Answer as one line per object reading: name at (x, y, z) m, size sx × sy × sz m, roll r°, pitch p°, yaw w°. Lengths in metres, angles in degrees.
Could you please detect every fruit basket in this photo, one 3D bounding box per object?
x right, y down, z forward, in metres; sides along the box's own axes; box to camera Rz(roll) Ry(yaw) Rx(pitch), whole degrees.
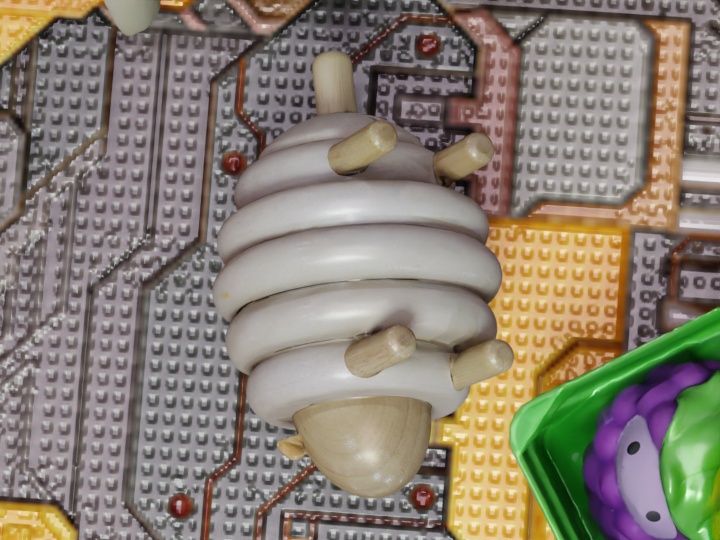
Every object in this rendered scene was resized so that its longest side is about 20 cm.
fruit basket at (0.168, 0.115, 1.207) m, size 0.155 × 0.216 × 0.216 m, roll -26°, pitch 83°, yaw -1°

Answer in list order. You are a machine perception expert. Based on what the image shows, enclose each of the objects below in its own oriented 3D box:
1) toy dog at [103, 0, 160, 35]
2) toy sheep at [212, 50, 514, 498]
toy dog at (-0.019, -0.195, 1.258) m, size 0.200 × 0.194 × 0.140 m, roll -3°, pitch 71°, yaw 9°
toy sheep at (0.000, 0.000, 1.262) m, size 0.138 × 0.138 × 0.200 m, roll -2°, pitch 72°, yaw 2°
